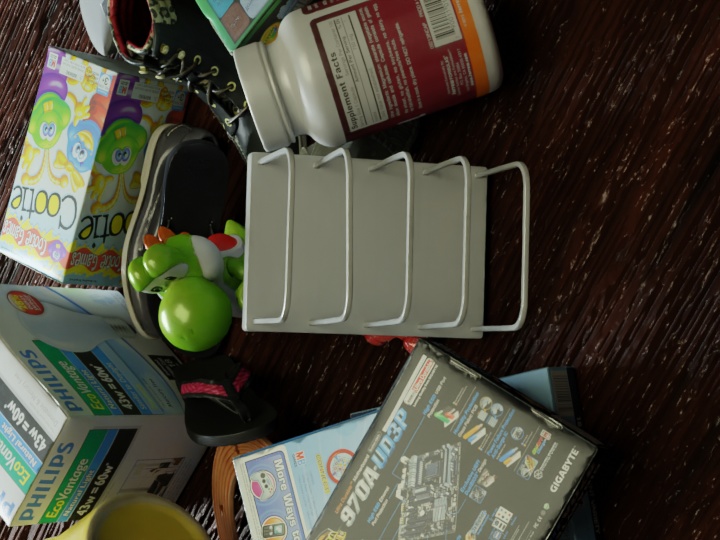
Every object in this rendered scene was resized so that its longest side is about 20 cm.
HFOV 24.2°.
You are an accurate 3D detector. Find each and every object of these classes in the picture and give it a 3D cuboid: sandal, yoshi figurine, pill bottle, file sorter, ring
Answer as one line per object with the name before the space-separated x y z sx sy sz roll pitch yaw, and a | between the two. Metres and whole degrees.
sandal | -0.152 -0.014 1.499 0.043 0.075 0.203 -130 38 -66
yoshi figurine | -0.112 0.027 1.412 0.111 0.199 0.114 29 103 35
pill bottle | 0.005 -0.167 1.336 0.198 0.113 0.114 -18 73 1
file sorter | 0.019 -0.021 1.292 0.124 0.198 0.141 170 102 -74
sandal | -0.125 0.101 1.451 0.200 0.074 0.046 -138 38 -65
ring | -0.075 0.231 1.437 0.200 0.019 0.203 34 131 52

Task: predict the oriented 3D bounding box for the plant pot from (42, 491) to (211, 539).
plant pot | -0.216 0.296 1.456 0.189 0.199 0.202 -52 58 36

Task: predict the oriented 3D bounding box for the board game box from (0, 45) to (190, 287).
board game box | -0.252 -0.096 1.591 0.102 0.104 0.202 23 102 36

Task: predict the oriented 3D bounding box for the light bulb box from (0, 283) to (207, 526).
light bulb box | -0.268 0.118 1.529 0.198 0.199 0.126 43 112 31

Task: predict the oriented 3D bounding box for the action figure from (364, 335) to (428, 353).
action figure | 0.000 0.000 1.420 0.066 0.051 0.201 -56 51 26

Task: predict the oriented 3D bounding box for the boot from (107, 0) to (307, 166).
boot | -0.136 -0.162 1.472 0.073 0.153 0.205 -34 67 31

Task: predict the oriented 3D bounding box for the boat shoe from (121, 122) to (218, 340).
boat shoe | -0.169 -0.036 1.543 0.062 0.072 0.203 3 84 41

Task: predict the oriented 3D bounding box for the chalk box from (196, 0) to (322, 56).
chalk box | -0.065 -0.255 1.394 0.125 0.199 0.125 -45 61 25

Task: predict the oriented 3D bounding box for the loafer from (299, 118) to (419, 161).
loafer | -0.022 -0.066 1.400 0.069 0.075 0.201 2 51 52

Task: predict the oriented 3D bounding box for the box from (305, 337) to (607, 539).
box | 0.064 0.175 1.229 0.158 0.046 0.201 30 92 21

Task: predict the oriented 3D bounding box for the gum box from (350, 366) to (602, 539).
gum box | 0.091 0.180 1.340 0.199 0.044 0.172 -16 78 37

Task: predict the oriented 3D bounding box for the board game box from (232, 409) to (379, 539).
board game box | 0.020 0.213 1.294 0.194 0.056 0.202 -19 76 15

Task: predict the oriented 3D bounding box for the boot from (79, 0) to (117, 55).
boot | -0.201 -0.259 1.585 0.200 0.095 0.074 -8 103 69
